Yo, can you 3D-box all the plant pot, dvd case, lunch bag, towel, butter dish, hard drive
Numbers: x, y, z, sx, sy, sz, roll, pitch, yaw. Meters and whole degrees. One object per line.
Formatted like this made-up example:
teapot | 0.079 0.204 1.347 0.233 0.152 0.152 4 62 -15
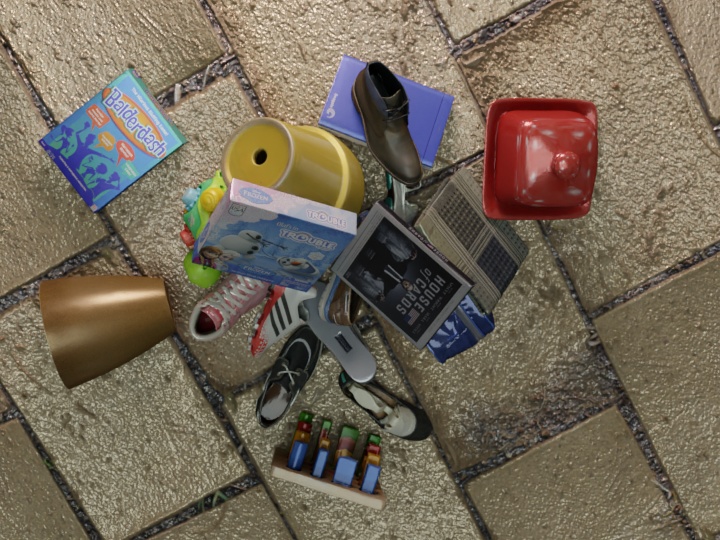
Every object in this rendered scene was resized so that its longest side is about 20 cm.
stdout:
plant pot | -0.419 0.085 1.600 0.198 0.186 0.189 -14 102 -8
dvd case | 0.064 0.009 1.492 0.200 0.025 0.151 42 121 9
plant pot | -0.117 -0.147 1.485 0.198 0.189 0.203 -6 74 22
lunch bag | 0.136 0.037 1.584 0.132 0.136 0.201 -35 98 8
towel | 0.182 -0.051 1.551 0.034 0.193 0.201 -27 107 45
butter dish | 0.308 -0.174 1.516 0.197 0.148 0.202 -1 101 -11
hard drive | 0.043 -0.261 1.551 0.198 0.025 0.133 20 74 -3

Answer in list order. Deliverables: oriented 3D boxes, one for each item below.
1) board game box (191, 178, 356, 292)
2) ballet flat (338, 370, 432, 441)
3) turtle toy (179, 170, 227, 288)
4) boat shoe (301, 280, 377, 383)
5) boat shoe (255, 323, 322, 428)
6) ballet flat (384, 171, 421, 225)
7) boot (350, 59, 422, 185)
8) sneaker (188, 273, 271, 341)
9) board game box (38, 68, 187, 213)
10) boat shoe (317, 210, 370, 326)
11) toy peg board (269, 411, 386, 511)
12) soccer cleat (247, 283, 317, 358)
board game box | -0.134 -0.047 1.439 0.198 0.044 0.199 15 147 -20
ballet flat | 0.041 0.248 1.667 0.199 0.068 0.068 34 102 -6
turtle toy | -0.248 -0.068 1.581 0.100 0.146 0.203 10 103 21
boat shoe | -0.035 0.109 1.640 0.072 0.066 0.201 -38 78 -4
boat shoe | -0.124 0.187 1.660 0.071 0.068 0.201 29 100 -3
ballet flat | 0.070 -0.127 1.590 0.069 0.069 0.203 2 99 1
boot | 0.045 -0.233 1.480 0.074 0.097 0.201 -26 81 -13
sneaker | -0.217 0.049 1.613 0.200 0.105 0.075 -42 96 8
board game box | -0.416 -0.217 1.590 0.199 0.045 0.153 -37 99 8
boat shoe | 0.000 0.000 1.586 0.072 0.072 0.202 18 87 32
toy peg board | -0.047 0.320 1.630 0.198 0.199 0.099 17 87 -2
soccer cleat | -0.135 0.085 1.611 0.084 0.069 0.201 21 127 -7
